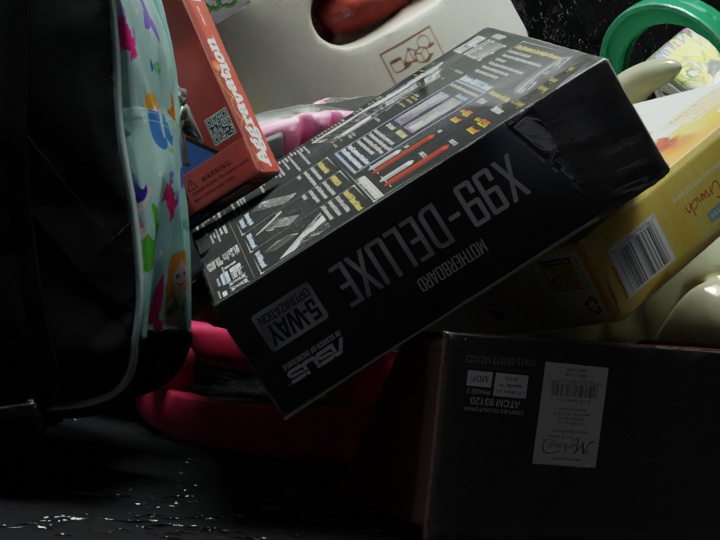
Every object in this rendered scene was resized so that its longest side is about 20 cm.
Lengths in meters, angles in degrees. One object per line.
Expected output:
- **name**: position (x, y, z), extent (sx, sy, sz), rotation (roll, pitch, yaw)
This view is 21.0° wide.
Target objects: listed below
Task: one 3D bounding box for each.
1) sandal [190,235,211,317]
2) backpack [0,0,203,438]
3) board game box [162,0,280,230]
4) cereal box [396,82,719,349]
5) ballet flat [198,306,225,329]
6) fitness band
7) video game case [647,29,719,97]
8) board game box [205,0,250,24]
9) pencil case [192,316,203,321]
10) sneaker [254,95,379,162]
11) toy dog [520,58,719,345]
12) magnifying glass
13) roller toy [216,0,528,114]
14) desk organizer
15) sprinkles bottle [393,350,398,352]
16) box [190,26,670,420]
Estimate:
- **sandal**: position (-0.123, -0.032, 0.899), extent (0.076, 0.043, 0.200), rotation (-31, 39, -6)
- **backpack**: position (-0.150, -0.046, 0.712), extent (0.177, 0.200, 0.151), rotation (-6, 5, 9)
- **board game box**: position (-0.132, -0.038, 0.808), extent (0.200, 0.103, 0.019), rotation (-31, -15, 27)
- **cereal box**: position (0.074, -0.021, 0.793), extent (0.144, 0.040, 0.200), rotation (-38, 16, -33)
- **ballet flat**: position (0.000, 0.000, 0.955), extent (0.063, 0.069, 0.200), rotation (22, 26, 34)
- **fitness band**: position (-0.028, 0.054, 0.869), extent (0.143, 0.037, 0.200), rotation (9, 5, -11)
- **video game case**: position (0.243, -0.017, 1.026), extent (0.181, 0.036, 0.200), rotation (41, -12, 41)
- **board game box**: position (-0.133, -0.132, 1.009), extent (0.126, 0.035, 0.200), rotation (-31, 18, -3)
- **pencil case**: position (-0.076, -0.003, 1.030), extent (0.083, 0.091, 0.200), rotation (5, -4, 18)
- **sneaker**: position (-0.006, -0.052, 0.916), extent (0.200, 0.079, 0.095), rotation (-5, 26, -46)
- **toy dog**: position (0.181, 0.004, 0.875), extent (0.200, 0.194, 0.139), rotation (2, -13, 44)
- **magnifying glass**: position (0.184, -0.043, 0.935), extent (0.022, 0.200, 0.080), rotation (-34, 0, -43)
- **roller toy**: position (-0.005, -0.128, 1.100), extent (0.182, 0.140, 0.200), rotation (-21, 14, 31)
- **desk organizer**: position (0.097, 0.060, 0.720), extent (0.200, 0.072, 0.077), rotation (5, 2, -27)
- **sprinkles bottle**: position (0.097, 0.038, 1.044), extent (0.200, 0.068, 0.068), rotation (7, 4, 8)
- **box**: position (0.015, -0.028, 0.740), extent (0.158, 0.050, 0.200), rotation (-32, 13, -2)
